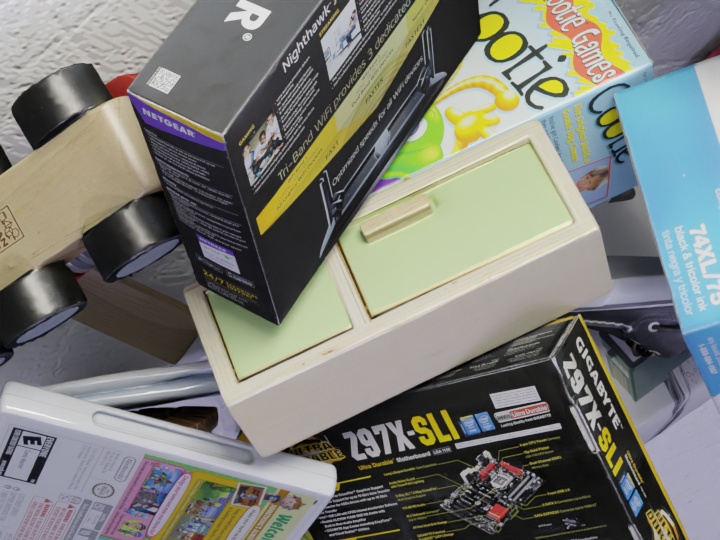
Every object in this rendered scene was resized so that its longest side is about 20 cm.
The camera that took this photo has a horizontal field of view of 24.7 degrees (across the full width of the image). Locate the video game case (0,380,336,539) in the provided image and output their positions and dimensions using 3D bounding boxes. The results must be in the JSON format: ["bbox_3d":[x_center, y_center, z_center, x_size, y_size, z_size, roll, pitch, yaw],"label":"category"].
[{"bbox_3d":[-0.131,0.140,0.914,0.180,0.022,0.200,16,140,-15],"label":"video game case"}]

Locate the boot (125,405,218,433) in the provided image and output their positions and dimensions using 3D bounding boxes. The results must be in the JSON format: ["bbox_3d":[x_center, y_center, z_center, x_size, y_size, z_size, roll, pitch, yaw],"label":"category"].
[{"bbox_3d":[-0.122,0.135,0.983,0.074,0.109,0.200,-2,171,-7],"label":"boot"}]

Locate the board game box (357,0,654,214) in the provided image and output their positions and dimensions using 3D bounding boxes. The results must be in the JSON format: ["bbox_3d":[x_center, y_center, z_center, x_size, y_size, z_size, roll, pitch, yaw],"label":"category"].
[{"bbox_3d":[0.051,-0.076,0.892,0.198,0.104,0.105,-25,147,-1],"label":"board game box"}]

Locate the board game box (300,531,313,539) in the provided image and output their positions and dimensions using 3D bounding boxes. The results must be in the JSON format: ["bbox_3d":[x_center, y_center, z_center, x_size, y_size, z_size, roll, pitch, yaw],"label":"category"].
[{"bbox_3d":[0.026,0.102,0.961,0.200,0.102,0.048,-37,180,37],"label":"board game box"}]

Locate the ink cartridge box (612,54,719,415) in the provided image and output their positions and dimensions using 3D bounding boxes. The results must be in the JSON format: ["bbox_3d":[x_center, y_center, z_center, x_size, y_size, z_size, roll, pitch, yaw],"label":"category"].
[{"bbox_3d":[0.252,-0.029,0.821,0.198,0.147,0.147,-19,146,14],"label":"ink cartridge box"}]

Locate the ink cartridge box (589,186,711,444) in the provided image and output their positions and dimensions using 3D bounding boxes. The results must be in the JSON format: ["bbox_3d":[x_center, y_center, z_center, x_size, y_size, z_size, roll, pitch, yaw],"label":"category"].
[{"bbox_3d":[0.162,0.030,1.036,0.199,0.147,0.084,-30,164,-23],"label":"ink cartridge box"}]

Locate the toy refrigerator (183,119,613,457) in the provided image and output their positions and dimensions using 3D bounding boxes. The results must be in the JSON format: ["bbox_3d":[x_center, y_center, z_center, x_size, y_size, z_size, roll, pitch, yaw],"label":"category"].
[{"bbox_3d":[0.019,0.008,0.822,0.198,0.076,0.070,-25,147,1],"label":"toy refrigerator"}]

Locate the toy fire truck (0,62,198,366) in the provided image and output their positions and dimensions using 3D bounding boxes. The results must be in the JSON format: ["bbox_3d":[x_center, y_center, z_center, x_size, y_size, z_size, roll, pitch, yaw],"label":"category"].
[{"bbox_3d":[-0.136,-0.012,0.863,0.175,0.129,0.200,-33,176,19],"label":"toy fire truck"}]

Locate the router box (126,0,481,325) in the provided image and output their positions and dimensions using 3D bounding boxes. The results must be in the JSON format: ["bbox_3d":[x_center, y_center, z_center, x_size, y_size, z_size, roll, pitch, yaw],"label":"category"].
[{"bbox_3d":[-0.016,-0.098,0.759,0.201,0.052,0.158,-56,158,-23],"label":"router box"}]

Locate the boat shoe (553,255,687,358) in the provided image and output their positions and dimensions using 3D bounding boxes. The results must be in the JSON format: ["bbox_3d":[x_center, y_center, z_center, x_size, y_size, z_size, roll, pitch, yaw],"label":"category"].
[{"bbox_3d":[0.182,0.024,0.960,0.197,0.057,0.069,-1,-170,-1],"label":"boat shoe"}]

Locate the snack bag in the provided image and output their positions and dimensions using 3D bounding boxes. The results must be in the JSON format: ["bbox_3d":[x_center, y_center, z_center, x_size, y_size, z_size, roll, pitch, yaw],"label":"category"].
[{"bbox_3d":[-0.098,0.065,0.974,0.186,0.022,0.200,-9,176,-7],"label":"snack bag"}]

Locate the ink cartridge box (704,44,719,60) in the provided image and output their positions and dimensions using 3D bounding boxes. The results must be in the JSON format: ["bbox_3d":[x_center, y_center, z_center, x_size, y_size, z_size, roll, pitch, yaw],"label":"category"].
[{"bbox_3d":[0.311,-0.125,0.965,0.082,0.147,0.200,7,135,-42],"label":"ink cartridge box"}]

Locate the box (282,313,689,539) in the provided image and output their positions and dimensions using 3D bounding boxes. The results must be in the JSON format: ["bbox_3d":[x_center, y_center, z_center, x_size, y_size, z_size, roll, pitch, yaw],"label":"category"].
[{"bbox_3d":[0.060,0.121,0.886,0.199,0.161,0.049,-17,-162,35],"label":"box"}]

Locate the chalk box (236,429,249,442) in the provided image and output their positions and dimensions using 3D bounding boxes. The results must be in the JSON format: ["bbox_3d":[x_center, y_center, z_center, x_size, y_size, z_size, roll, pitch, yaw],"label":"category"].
[{"bbox_3d":[0.034,0.119,1.151,0.198,0.126,0.124,-6,144,-26],"label":"chalk box"}]
